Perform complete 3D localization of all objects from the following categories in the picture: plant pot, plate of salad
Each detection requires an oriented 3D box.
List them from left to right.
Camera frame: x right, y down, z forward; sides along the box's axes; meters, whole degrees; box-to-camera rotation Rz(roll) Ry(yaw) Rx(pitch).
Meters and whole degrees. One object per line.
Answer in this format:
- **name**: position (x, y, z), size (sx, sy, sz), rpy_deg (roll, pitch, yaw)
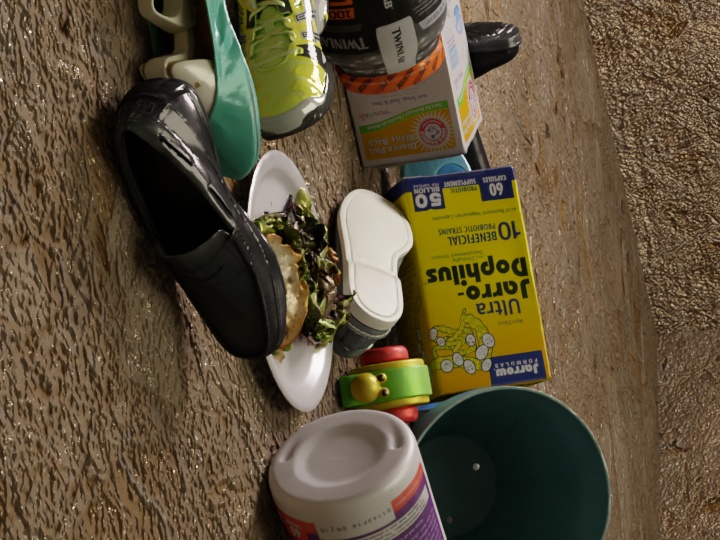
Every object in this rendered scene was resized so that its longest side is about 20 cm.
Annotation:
- **plate of salad**: position (-0.043, 0.006, 1.303), size (0.200, 0.048, 0.200), rpy_deg (-8, 90, -75)
- **plant pot**: position (0.104, 0.200, 1.537), size (0.135, 0.200, 0.200), rpy_deg (179, -98, -71)

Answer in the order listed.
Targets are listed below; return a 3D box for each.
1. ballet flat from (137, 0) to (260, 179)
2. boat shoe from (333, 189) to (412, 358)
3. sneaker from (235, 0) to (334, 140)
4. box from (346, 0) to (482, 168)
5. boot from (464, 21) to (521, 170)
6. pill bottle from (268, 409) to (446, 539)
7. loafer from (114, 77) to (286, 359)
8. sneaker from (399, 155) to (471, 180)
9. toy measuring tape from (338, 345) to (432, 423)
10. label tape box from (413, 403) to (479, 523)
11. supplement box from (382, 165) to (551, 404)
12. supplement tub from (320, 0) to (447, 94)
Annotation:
- **ballet flat**: position (-0.117, -0.153, 1.107), size (0.070, 0.067, 0.200), rpy_deg (-17, 100, -50)
- **boat shoe**: position (0.000, 0.000, 1.480), size (0.062, 0.073, 0.200), rpy_deg (-56, -163, 31)
- **sneaker**: position (-0.067, -0.175, 1.282), size (0.200, 0.075, 0.076), rpy_deg (-97, 161, -46)
- **box**: position (0.041, -0.210, 1.611), size (0.113, 0.101, 0.200), rpy_deg (-59, 139, -66)
- **boot**: position (0.108, -0.146, 1.737), size (0.066, 0.165, 0.200), rpy_deg (-31, 117, -42)
- **pill bottle**: position (0.010, 0.212, 1.274), size (0.111, 0.111, 0.200), rpy_deg (-75, 153, -55)
- **loafer**: position (-0.103, -0.022, 1.069), size (0.070, 0.068, 0.201), rpy_deg (-63, 138, -52)
- **sneaker**: position (0.079, -0.029, 1.719), size (0.131, 0.079, 0.200), rpy_deg (120, -43, -77)
- **toy measuring tape**: position (0.036, 0.101, 1.504), size (0.200, 0.073, 0.074), rpy_deg (15, 68, -74)
- **label tape box**: position (0.108, 0.222, 1.724), size (0.143, 0.066, 0.200), rpy_deg (-23, 108, -74)
- **supplement box**: position (0.092, 0.016, 1.586), size (0.110, 0.109, 0.200), rpy_deg (142, -61, -74)
- **supplement tub**: position (0.003, -0.258, 1.457), size (0.123, 0.122, 0.200), rpy_deg (-76, 154, -54)
